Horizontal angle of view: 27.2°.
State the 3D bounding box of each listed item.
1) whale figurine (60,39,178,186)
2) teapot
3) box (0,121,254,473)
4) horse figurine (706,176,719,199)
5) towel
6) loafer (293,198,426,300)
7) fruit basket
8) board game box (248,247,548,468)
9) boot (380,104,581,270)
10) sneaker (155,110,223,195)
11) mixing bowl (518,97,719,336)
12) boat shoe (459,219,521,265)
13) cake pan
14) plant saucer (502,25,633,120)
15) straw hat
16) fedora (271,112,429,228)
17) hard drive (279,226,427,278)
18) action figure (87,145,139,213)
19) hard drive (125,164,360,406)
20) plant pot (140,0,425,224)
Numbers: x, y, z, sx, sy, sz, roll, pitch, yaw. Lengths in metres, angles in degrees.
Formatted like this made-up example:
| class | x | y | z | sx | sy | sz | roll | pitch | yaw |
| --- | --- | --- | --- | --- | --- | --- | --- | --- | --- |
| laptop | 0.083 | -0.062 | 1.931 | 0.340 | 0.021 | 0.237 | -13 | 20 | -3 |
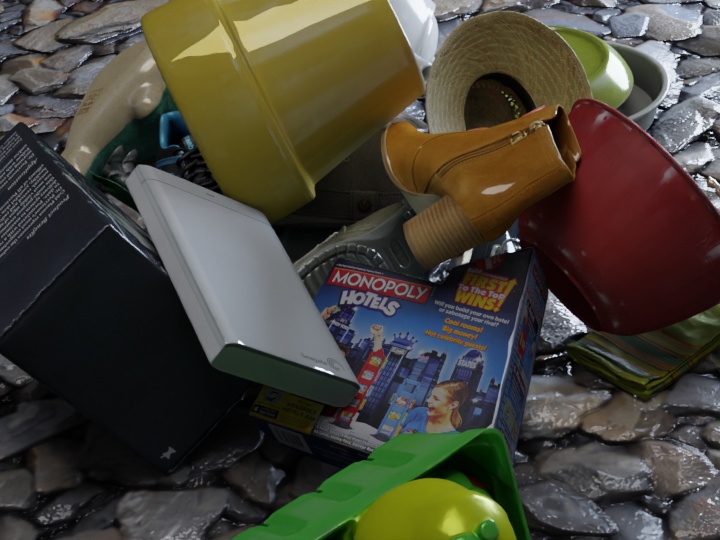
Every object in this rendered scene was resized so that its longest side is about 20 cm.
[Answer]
| class | x | y | z | sx | sy | sz | roll | pitch | yaw |
| --- | --- | --- | --- | --- | --- | --- | --- | --- | --- |
| whale figurine | -0.235 | -0.145 | 1.519 | 0.158 | 0.104 | 0.201 | -5 | 46 | 53 |
| teapot | 0.018 | -0.237 | 1.543 | 0.145 | 0.198 | 0.201 | 23 | 57 | -5 |
| box | -0.206 | 0.020 | 1.142 | 0.124 | 0.200 | 0.197 | -45 | 42 | -1 |
| horse figurine | 0.361 | -0.048 | 1.278 | 0.199 | 0.050 | 0.132 | -13 | 33 | -31 |
| towel | 0.264 | 0.036 | 1.213 | 0.199 | 0.018 | 0.086 | -30 | 41 | -30 |
| loafer | 0.000 | 0.000 | 1.225 | 0.199 | 0.076 | 0.069 | -31 | 10 | -30 |
| fruit basket | 0.033 | 0.189 | 0.908 | 0.214 | 0.157 | 0.216 | -14 | 21 | 6 |
| board game box | 0.051 | 0.066 | 1.113 | 0.199 | 0.062 | 0.201 | 15 | 60 | 30 |
| boot | 0.095 | -0.087 | 1.147 | 0.143 | 0.071 | 0.202 | -31 | 30 | 13 |
| sneaker | -0.158 | -0.079 | 1.405 | 0.073 | 0.083 | 0.200 | -17 | 36 | -17 |
| mixing bowl | 0.195 | -0.023 | 1.162 | 0.108 | 0.200 | 0.200 | -41 | 41 | -5 |
| boat shoe | 0.110 | 0.010 | 1.230 | 0.061 | 0.075 | 0.200 | 6 | 38 | 22 |
| cake pan | 0.214 | -0.175 | 1.513 | 0.198 | 0.037 | 0.201 | -5 | 35 | 4 |
| plant saucer | 0.174 | -0.201 | 1.498 | 0.198 | 0.031 | 0.201 | -4 | 35 | 3 |
| straw hat | 0.123 | -0.132 | 1.385 | 0.200 | 0.203 | 0.085 | -27 | 7 | -27 |
| fedora | -0.010 | -0.101 | 1.365 | 0.198 | 0.091 | 0.177 | 1 | 17 | 7 |
| hard drive | -0.024 | 0.025 | 1.271 | 0.138 | 0.033 | 0.201 | 4 | 36 | 16 |
| action figure | -0.128 | -0.026 | 1.232 | 0.199 | 0.055 | 0.118 | 38 | 6 | 4 |
| hard drive | -0.088 | 0.009 | 1.090 | 0.131 | 0.027 | 0.201 | 22 | 27 | -42 |
| plant pot | -0.056 | -0.163 | 1.239 | 0.188 | 0.202 | 0.201 | -28 | 36 | 0 |
